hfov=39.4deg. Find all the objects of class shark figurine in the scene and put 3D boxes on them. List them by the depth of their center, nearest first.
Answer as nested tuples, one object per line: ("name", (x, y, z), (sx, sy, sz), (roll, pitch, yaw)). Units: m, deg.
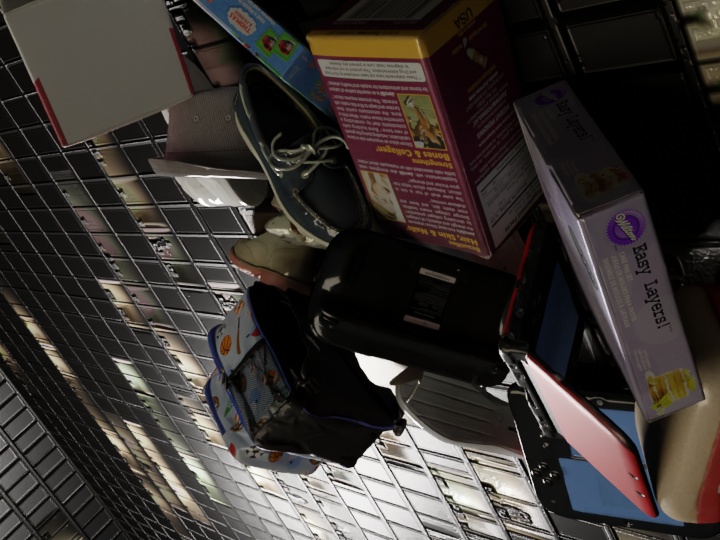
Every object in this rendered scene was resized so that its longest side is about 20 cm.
("shark figurine", (0.021, 0.006, 0.952), (0.216, 0.128, 0.089), (52, 169, 0))

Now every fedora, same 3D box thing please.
("fedora", (-0.120, -0.141, 1.031), (0.196, 0.176, 0.092), (4, 99, 20))

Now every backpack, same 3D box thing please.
("backpack", (-0.073, 0.113, 1.064), (0.199, 0.153, 0.192), (29, -151, -51))

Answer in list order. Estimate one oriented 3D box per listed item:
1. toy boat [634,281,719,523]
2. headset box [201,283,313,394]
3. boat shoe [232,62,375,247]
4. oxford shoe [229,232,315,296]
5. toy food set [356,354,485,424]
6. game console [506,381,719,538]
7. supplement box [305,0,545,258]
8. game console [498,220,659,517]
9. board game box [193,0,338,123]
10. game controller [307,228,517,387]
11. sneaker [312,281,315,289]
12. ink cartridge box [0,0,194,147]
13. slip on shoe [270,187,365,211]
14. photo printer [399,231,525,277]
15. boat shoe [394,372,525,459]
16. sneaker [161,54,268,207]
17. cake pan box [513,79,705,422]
("toy boat", (0.299, 0.111, 0.809), (0.128, 0.132, 0.203), (2, 126, 1))
("headset box", (-0.114, 0.104, 1.288), (0.075, 0.149, 0.200), (44, 152, 2))
("boat shoe", (-0.052, -0.106, 0.902), (0.202, 0.074, 0.062), (59, 165, 24))
("oxford shoe", (-0.101, -0.019, 1.219), (0.070, 0.075, 0.199), (22, -178, -32))
("toy food set", (0.046, 0.112, 1.184), (0.142, 0.061, 0.200), (34, 154, -13))
("game console", (0.252, 0.186, 0.989), (0.197, 0.031, 0.179), (1, 129, 33))
("supplement box", (0.060, -0.127, 0.829), (0.130, 0.103, 0.202), (14, 136, 43))
("game console", (0.194, 0.083, 0.824), (0.117, 0.175, 0.200), (8, 156, 25))
("board game box", (-0.101, -0.222, 0.895), (0.200, 0.037, 0.151), (44, -173, 17))
("game controller", (0.055, 0.034, 0.882), (0.197, 0.106, 0.042), (16, -176, -14))
("sneaker", (-0.006, 0.022, 1.092), (0.075, 0.071, 0.200), (34, -178, -6))
("ink cartridge box", (-0.273, -0.251, 1.001), (0.201, 0.143, 0.147), (-124, 15, -49))
("slip on shoe", (-0.038, -0.067, 1.078), (0.076, 0.061, 0.200), (42, 173, -19))
("photo printer", (0.090, 0.018, 0.999), (0.199, 0.069, 0.168), (-6, 121, 55))
("boat shoe", (0.119, 0.162, 1.083), (0.197, 0.075, 0.067), (26, 163, -11))
("sneaker", (-0.201, -0.154, 1.166), (0.115, 0.074, 0.202), (-2, 127, 49))
("cake pan box", (0.178, -0.021, 0.741), (0.201, 0.051, 0.186), (-99, -13, -60))
